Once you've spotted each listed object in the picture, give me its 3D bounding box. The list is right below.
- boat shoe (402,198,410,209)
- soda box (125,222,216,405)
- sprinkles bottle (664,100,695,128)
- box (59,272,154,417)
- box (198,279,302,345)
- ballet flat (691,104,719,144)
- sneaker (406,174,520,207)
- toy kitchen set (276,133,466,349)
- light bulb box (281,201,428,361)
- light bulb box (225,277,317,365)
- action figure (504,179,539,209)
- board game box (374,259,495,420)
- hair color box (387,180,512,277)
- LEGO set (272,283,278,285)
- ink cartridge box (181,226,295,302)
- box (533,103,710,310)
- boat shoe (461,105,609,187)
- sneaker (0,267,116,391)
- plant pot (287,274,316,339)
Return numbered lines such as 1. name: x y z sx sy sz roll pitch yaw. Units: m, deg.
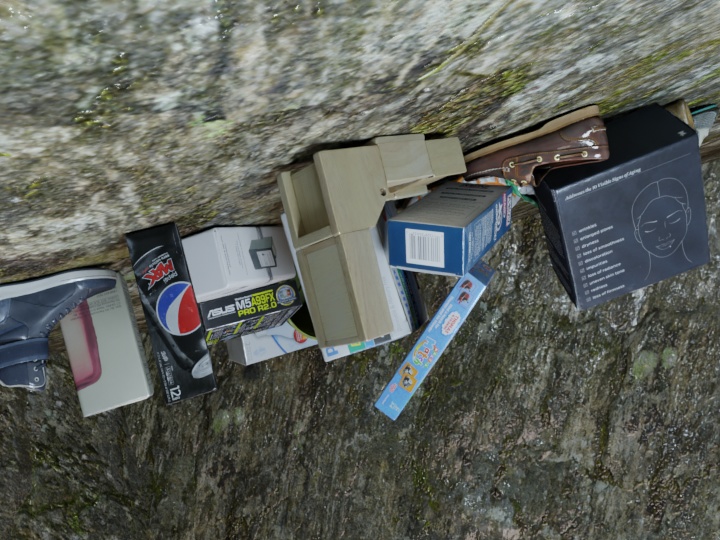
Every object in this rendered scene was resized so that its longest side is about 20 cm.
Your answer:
1. boat shoe: 0.156 -0.112 1.244 0.196 0.074 0.075 7 -162 -39
2. soda box: -0.226 0.052 0.849 0.062 0.206 0.071 -15 178 -12
3. sprinkles bottle: 0.391 -0.185 1.052 0.196 0.070 0.068 -18 176 34
4. box: -0.413 0.119 1.142 0.106 0.206 0.128 -15 177 -15
5. box: -0.191 0.074 1.169 0.156 0.045 0.200 -14 171 -18
6. ballet flat: 0.502 -0.214 1.122 0.196 0.074 0.072 -15 178 -26
7. sneaker: 0.161 -0.120 1.120 0.194 0.081 0.077 -12 -169 -3
8. toy kitchen set: 0.007 -0.030 0.763 0.197 0.186 0.161 -14 179 -39
9. light bulb box: 0.000 0.000 0.969 0.122 0.204 0.200 -18 178 11
10. light bulb box: -0.198 0.080 1.545 0.196 0.204 0.124 -14 -172 -29
11. action figure: 0.256 -0.138 1.060 0.054 0.121 0.198 -32 160 31
12. board game box: 0.099 0.082 0.908 0.203 0.036 0.151 -58 171 14
13. hair color box: 0.118 -0.058 0.884 0.098 0.062 0.199 8 -156 26
14. LEGO set: -0.233 0.030 1.286 0.150 0.119 0.199 -14 177 -22
15. ink cartridge box: -0.207 -0.006 1.049 0.142 0.086 0.199 -16 178 22
16. box: 0.355 -0.086 0.974 0.195 0.200 0.125 -20 -148 5
17. boat shoe: 0.216 -0.142 0.899 0.196 0.072 0.070 -16 -179 37
18. sneaker: -0.420 0.082 0.965 0.198 0.150 0.076 -15 177 -31
19. plant pot: -0.111 0.025 1.411 0.196 0.207 0.191 -14 -171 -29
